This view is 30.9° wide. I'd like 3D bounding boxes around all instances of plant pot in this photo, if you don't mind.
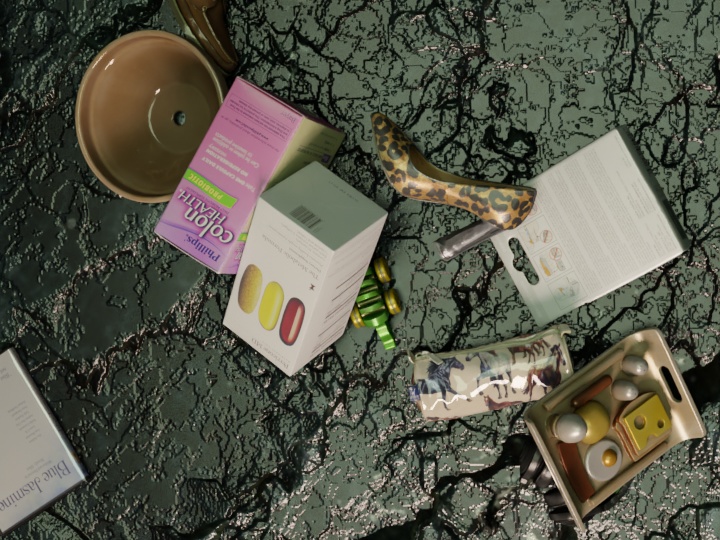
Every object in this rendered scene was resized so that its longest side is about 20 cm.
[{"bbox_3d":[-0.237,-0.185,1.576,0.198,0.093,0.203,1,95,17],"label":"plant pot"}]

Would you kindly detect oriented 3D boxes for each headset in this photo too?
[{"bbox_3d":[0.227,0.245,1.524,0.199,0.094,0.124,-37,85,-6],"label":"headset"}]

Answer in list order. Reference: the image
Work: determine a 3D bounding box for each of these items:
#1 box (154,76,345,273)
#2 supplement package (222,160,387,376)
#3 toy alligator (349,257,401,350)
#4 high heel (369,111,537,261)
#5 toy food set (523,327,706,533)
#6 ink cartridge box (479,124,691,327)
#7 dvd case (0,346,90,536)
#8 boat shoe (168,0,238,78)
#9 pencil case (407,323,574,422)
[{"bbox_3d":[-0.125,-0.104,1.517,0.096,0.176,0.201,30,97,13],"label":"box"},{"bbox_3d":[-0.066,0.000,1.491,0.113,0.109,0.201,35,132,18],"label":"supplement package"},{"bbox_3d":[0.000,0.000,1.559,0.059,0.054,0.202,-19,87,10],"label":"toy alligator"},{"bbox_3d":[0.108,-0.124,1.512,0.142,0.071,0.201,-29,100,27],"label":"high heel"},{"bbox_3d":[0.287,0.176,1.455,0.199,0.060,0.145,-32,102,-20],"label":"toy food set"},{"bbox_3d":[0.260,-0.051,1.523,0.199,0.057,0.164,-31,85,31],"label":"ink cartridge box"},{"bbox_3d":[-0.452,0.219,1.669,0.142,0.018,0.201,-33,85,9],"label":"dvd case"},{"bbox_3d":[-0.194,-0.333,1.581,0.068,0.072,0.201,-30,86,10],"label":"boat shoe"},{"bbox_3d":[0.155,0.117,1.517,0.198,0.078,0.090,-13,123,12],"label":"pencil case"}]
